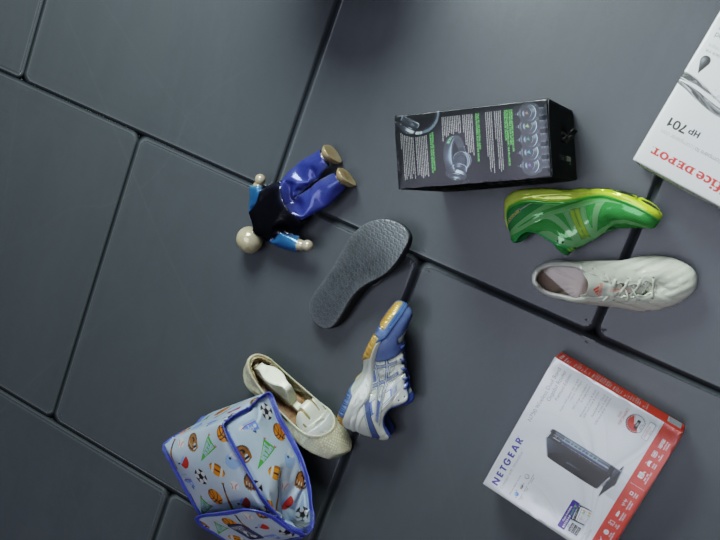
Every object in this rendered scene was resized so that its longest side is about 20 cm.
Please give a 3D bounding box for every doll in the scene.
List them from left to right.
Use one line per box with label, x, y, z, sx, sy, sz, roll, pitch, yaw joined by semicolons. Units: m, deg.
doll;-0.102;-0.087;1.331;0.200;0.048;0.137;-35;79;20

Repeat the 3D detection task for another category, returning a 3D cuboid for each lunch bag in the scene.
lunch bag;-0.166;0.298;1.326;0.170;0.124;0.201;-23;96;44

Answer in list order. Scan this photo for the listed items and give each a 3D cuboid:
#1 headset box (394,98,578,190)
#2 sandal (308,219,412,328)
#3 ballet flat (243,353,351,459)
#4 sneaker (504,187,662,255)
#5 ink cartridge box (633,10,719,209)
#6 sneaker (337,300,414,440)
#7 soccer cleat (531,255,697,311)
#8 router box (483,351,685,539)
headset box;0.165;-0.150;1.147;0.199;0.174;0.093;-2;93;23
sandal;-0.001;0.000;1.304;0.200;0.043;0.076;-46;69;28
ballet flat;-0.094;0.193;1.329;0.200;0.067;0.062;37;150;17
sneaker;0.277;-0.061;1.165;0.199;0.074;0.084;2;92;32
ink cartridge box;0.434;-0.179;1.083;0.146;0.086;0.200;32;103;18
sneaker;0.042;0.139;1.282;0.088;0.075;0.201;24;109;8
soccer cleat;0.309;0.017;1.150;0.199;0.078;0.070;1;94;22
router box;0.282;0.237;1.191;0.179;0.049;0.201;30;104;18
